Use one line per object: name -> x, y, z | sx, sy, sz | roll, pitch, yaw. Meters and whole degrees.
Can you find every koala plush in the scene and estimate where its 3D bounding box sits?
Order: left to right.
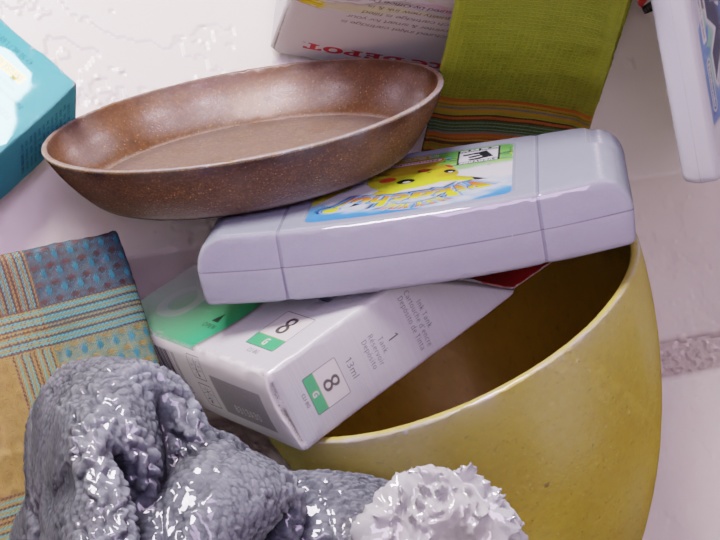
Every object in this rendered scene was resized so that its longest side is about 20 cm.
koala plush -> -0.041, 0.129, 0.915 | 0.198, 0.178, 0.185 | 5, 59, -20

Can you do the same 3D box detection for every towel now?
towel -> -0.146, 0.089, 0.985 | 0.146, 0.022, 0.202 | -12, 77, -30
towel -> 0.081, -0.097, 1.072 | 0.085, 0.200, 0.018 | 2, 61, -4

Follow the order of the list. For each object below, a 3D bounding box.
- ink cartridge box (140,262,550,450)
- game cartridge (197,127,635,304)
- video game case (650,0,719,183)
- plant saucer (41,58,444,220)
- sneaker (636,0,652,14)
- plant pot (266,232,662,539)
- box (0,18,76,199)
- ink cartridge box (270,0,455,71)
ink cartridge box -> 0.000, 0.000, 1.045 | 0.200, 0.161, 0.050 | -37, 114, -21
game cartridge -> 0.027, -0.026, 1.006 | 0.198, 0.133, 0.041 | -9, 108, 6
video game case -> 0.175, -0.172, 1.072 | 0.022, 0.182, 0.201 | -2, 116, 26
plant saucer -> -0.055, -0.063, 1.058 | 0.199, 0.200, 0.035 | -13, 108, -13
sneaker -> 0.191, -0.240, 1.197 | 0.093, 0.070, 0.200 | 41, 75, -4
plant pot -> 0.066, 0.081, 1.043 | 0.199, 0.200, 0.143 | -32, 111, -16
box -> -0.236, -0.043, 1.063 | 0.082, 0.049, 0.200 | 39, 66, 11
ink cartridge box -> 0.044, -0.201, 1.093 | 0.145, 0.200, 0.147 | 8, 72, -8
